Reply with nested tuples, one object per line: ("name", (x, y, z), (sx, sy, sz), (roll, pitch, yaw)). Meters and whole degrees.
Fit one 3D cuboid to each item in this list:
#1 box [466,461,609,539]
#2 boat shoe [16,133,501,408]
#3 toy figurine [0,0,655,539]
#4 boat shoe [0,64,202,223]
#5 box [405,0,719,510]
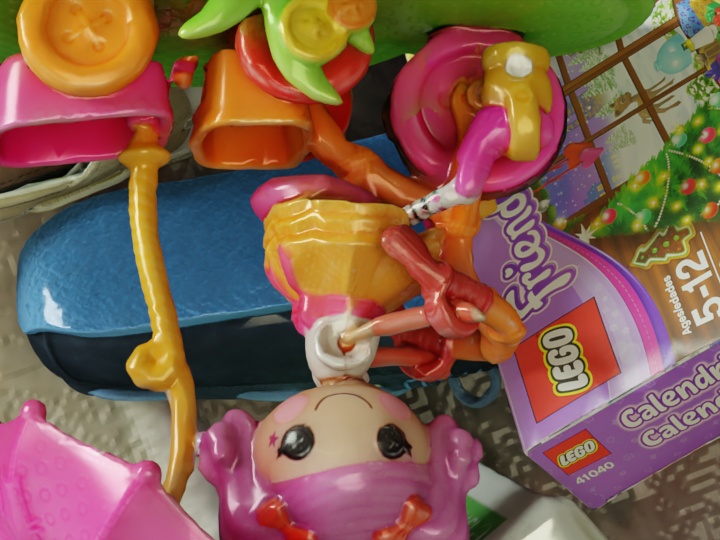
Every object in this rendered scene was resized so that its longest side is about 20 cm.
("box", (0.034, 0.177, 0.813), (0.171, 0.199, 0.200), (-40, 96, -5))
("boat shoe", (0.000, 0.000, 0.865), (0.200, 0.069, 0.084), (0, 60, 2))
("toy figurine", (-0.023, 0.013, 0.726), (0.200, 0.150, 0.184), (2, 76, -8))
("boat shoe", (-0.082, -0.055, 0.846), (0.200, 0.068, 0.075), (-30, 97, -7))
("box", (0.087, -0.050, 0.785), (0.137, 0.200, 0.039), (-32, 135, 18))
